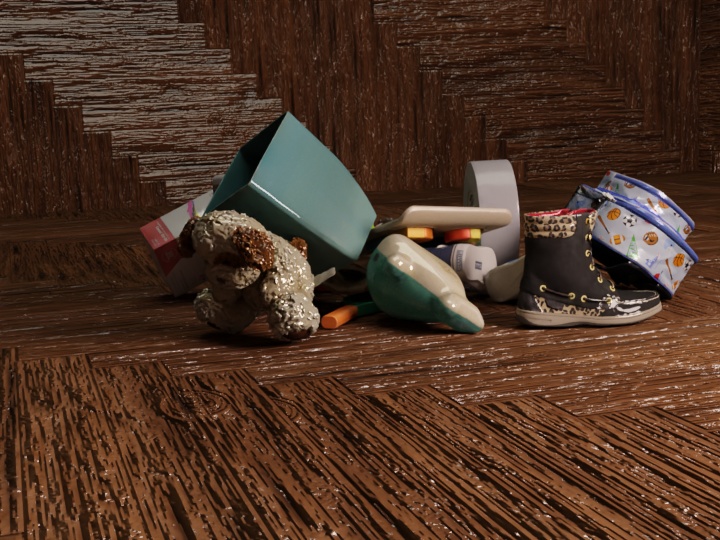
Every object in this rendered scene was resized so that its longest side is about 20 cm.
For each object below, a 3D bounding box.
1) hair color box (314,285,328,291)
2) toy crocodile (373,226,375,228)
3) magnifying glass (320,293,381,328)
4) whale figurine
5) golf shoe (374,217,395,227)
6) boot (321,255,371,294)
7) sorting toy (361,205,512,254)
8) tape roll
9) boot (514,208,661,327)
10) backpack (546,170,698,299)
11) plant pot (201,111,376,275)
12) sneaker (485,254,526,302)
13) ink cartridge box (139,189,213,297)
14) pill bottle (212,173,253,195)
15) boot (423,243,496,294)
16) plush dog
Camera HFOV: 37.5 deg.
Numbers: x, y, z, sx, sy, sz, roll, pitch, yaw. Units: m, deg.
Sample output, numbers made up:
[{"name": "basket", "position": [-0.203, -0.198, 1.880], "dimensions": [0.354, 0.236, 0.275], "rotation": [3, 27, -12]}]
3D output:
[{"name": "hair color box", "position": [-0.129, -0.004, 1.791], "dimensions": [0.199, 0.061, 0.101], "rotation": [1, 9, 21]}, {"name": "toy crocodile", "position": [-0.008, -0.077, 1.769], "dimensions": [0.062, 0.068, 0.200], "rotation": [3, 10, -15]}, {"name": "magnifying glass", "position": [-0.006, 0.055, 1.521], "dimensions": [0.079, 0.022, 0.200], "rotation": [1, 7, 22]}, {"name": "whale figurine", "position": [0.082, 0.034, 1.429], "dimensions": [0.159, 0.104, 0.200], "rotation": [31, 10, -39]}, {"name": "golf shoe", "position": [0.038, -0.032, 1.796], "dimensions": [0.078, 0.095, 0.200], "rotation": [23, -16, -22]}, {"name": "boot", "position": [0.000, 0.000, 1.653], "dimensions": [0.175, 0.066, 0.200], "rotation": [-4, 3, 36]}, {"name": "sorting toy", "position": [0.098, -0.050, 1.565], "dimensions": [0.185, 0.037, 0.200], "rotation": [0, -13, -28]}, {"name": "tape roll", "position": [0.217, -0.084, 1.776], "dimensions": [0.066, 0.201, 0.200], "rotation": [-2, 9, -3]}, {"name": "boot", "position": [0.302, -0.005, 1.402], "dimensions": [0.199, 0.151, 0.073], "rotation": [-3, 9, -4]}, {"name": "backpack", "position": [0.409, -0.047, 1.580], "dimensions": [0.200, 0.154, 0.191], "rotation": [28, 12, -29]}, {"name": "plant pot", "position": [-0.088, -0.089, 1.501], "dimensions": [0.200, 0.142, 0.141], "rotation": [38, -36, -19]}, {"name": "sneaker", "position": [0.285, 0.000, 1.543], "dimensions": [0.111, 0.077, 0.200], "rotation": [-14, -4, -36]}, {"name": "ink cartridge box", "position": [-0.242, -0.058, 1.719], "dimensions": [0.200, 0.117, 0.068], "rotation": [-30, 48, -14]}, {"name": "pill bottle", "position": [-0.166, -0.050, 1.627], "dimensions": [0.111, 0.201, 0.111], "rotation": [-3, 6, 0]}, {"name": "boot", "position": [0.143, -0.007, 1.603], "dimensions": [0.090, 0.073, 0.200], "rotation": [2, -10, 23]}, {"name": "plush dog", "position": [-0.142, -0.014, 1.361], "dimensions": [0.200, 0.161, 0.172], "rotation": [6, -29, 38]}]
